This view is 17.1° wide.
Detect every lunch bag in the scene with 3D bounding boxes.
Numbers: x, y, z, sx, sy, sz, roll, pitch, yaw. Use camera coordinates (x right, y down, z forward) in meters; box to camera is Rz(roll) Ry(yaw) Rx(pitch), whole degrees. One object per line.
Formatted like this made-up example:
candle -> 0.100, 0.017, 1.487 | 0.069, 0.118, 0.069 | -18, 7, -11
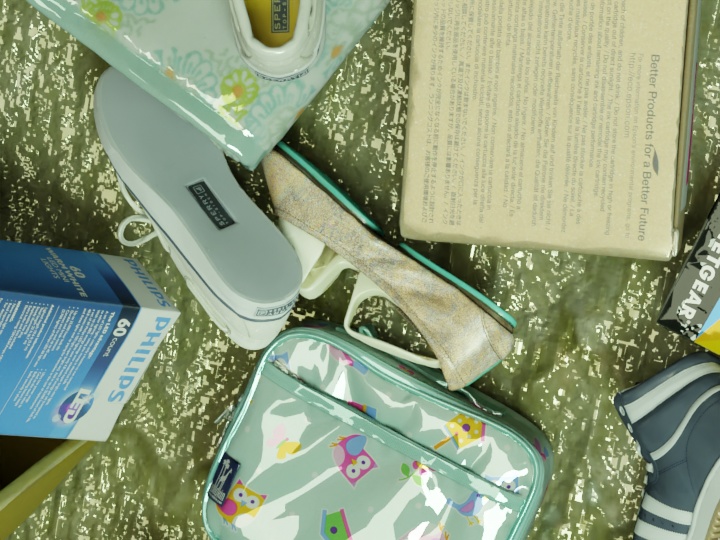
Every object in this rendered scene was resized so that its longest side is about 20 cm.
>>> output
lunch bag -> 0.008, 0.124, 1.451 | 0.200, 0.077, 0.161 | 26, 103, 8

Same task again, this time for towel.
towel -> -0.090, -0.183, 1.424 | 0.200, 0.048, 0.171 | 38, 90, 5

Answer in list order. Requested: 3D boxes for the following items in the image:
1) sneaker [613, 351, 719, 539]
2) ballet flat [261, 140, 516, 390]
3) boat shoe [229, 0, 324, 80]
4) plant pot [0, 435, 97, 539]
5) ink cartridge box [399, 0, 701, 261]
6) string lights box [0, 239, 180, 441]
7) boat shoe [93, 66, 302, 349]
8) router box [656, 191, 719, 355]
sneaker -> 0.183, 0.136, 1.417 | 0.109, 0.070, 0.200 | 57, 139, 34
ballet flat -> 0.000, 0.000, 1.423 | 0.200, 0.068, 0.067 | 38, 88, 19
boat shoe -> -0.056, -0.213, 1.353 | 0.074, 0.086, 0.203 | -2, 85, 2
plant pot -> -0.307, 0.125, 1.474 | 0.194, 0.195, 0.200 | 39, 114, 5
ink cartridge box -> 0.112, -0.114, 1.392 | 0.164, 0.075, 0.201 | 6, 99, 11
string lights box -> -0.212, 0.039, 1.383 | 0.059, 0.200, 0.103 | 47, 115, 36
boat shoe -> -0.104, -0.033, 1.456 | 0.202, 0.075, 0.086 | 52, 148, 23
router box -> 0.280, -0.028, 1.376 | 0.149, 0.051, 0.200 | 26, 103, 7
